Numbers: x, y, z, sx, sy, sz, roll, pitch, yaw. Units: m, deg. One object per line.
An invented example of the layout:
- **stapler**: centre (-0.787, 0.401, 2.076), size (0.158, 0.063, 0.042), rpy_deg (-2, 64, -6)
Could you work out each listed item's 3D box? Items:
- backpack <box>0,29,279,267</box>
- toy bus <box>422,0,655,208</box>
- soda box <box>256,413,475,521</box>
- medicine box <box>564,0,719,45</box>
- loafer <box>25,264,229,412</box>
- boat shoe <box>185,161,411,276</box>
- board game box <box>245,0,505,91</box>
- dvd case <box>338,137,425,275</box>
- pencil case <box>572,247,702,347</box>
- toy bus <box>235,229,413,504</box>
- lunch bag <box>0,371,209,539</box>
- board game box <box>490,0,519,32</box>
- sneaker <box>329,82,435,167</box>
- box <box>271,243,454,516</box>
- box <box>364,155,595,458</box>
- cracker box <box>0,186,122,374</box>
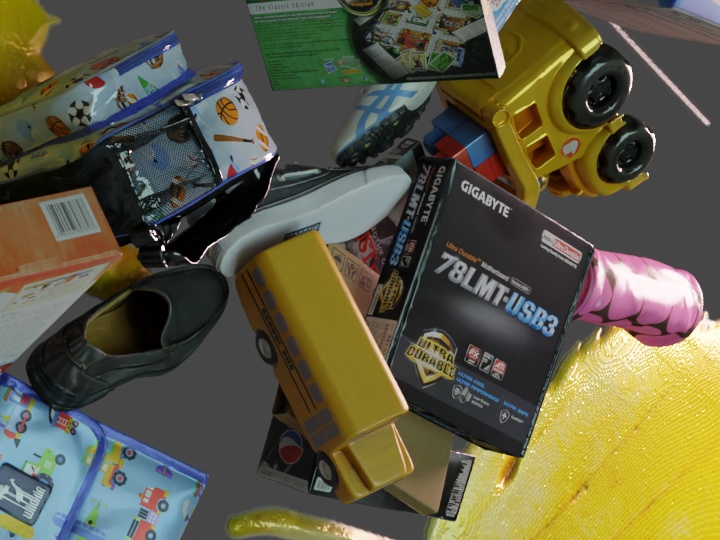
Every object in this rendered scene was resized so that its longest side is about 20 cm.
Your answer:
- **backpack**: centre (-0.163, -0.084, 1.537), size (0.190, 0.199, 0.155), rpy_deg (-24, 102, -44)
- **toy bus**: centre (0.140, -0.118, 1.870), size (0.192, 0.136, 0.200), rpy_deg (-41, 136, -11)
- **soda box**: centre (0.006, 0.167, 1.845), size (0.199, 0.071, 0.064), rpy_deg (18, 87, -47)
- **medicine box**: centre (0.263, -0.269, 1.891), size (0.182, 0.199, 0.104), rpy_deg (11, 93, -46)
- **loafer**: centre (-0.160, 0.041, 1.618), size (0.073, 0.072, 0.200), rpy_deg (52, 43, 2)
- **boat shoe**: centre (-0.050, -0.056, 1.729), size (0.199, 0.068, 0.072), rpy_deg (-22, 150, -31)
- **board game box**: centre (0.008, -0.193, 1.660), size (0.023, 0.199, 0.105), rpy_deg (-57, 139, -48)
- **dvd case**: centre (0.000, 0.000, 1.829), size (0.200, 0.022, 0.147), rpy_deg (-40, 126, -32)
- **pencil case**: centre (0.237, 0.025, 2.032), size (0.199, 0.094, 0.091), rpy_deg (14, 46, -46)
- **toy bus**: centre (-0.023, 0.076, 1.670), size (0.065, 0.078, 0.201), rpy_deg (-23, 81, -29)
- **lunch bag**: centre (-0.239, 0.176, 1.605), size (0.200, 0.094, 0.151), rpy_deg (31, 77, -31)
- **board game box**: centre (0.083, -0.258, 1.747), size (0.200, 0.151, 0.037), rpy_deg (-57, 133, -18)
- **sneaker**: centre (0.034, -0.171, 1.795), size (0.200, 0.072, 0.072), rpy_deg (-53, 168, -7)
- **box**: centre (0.013, 0.090, 1.788), size (0.200, 0.021, 0.164), rpy_deg (37, 55, -39)
- **box**: centre (0.096, 0.033, 1.806), size (0.200, 0.050, 0.199), rpy_deg (30, 77, -42)
- **cracker box**: centre (-0.268, 0.022, 1.446), size (0.134, 0.200, 0.058), rpy_deg (-15, 72, -43)
